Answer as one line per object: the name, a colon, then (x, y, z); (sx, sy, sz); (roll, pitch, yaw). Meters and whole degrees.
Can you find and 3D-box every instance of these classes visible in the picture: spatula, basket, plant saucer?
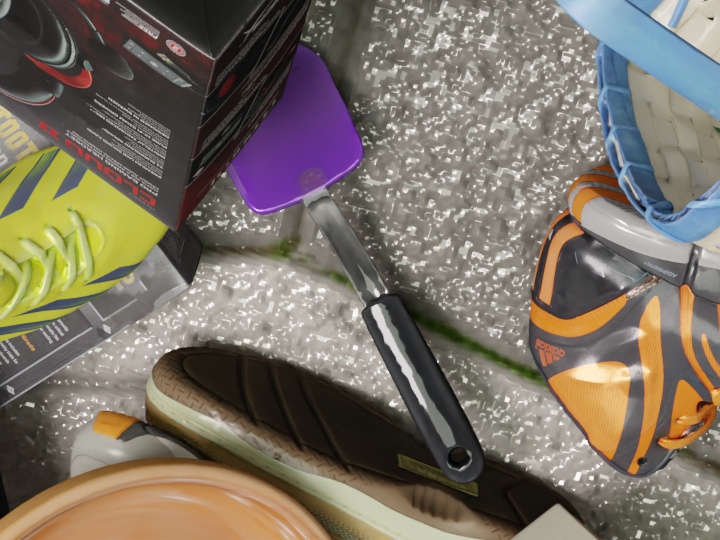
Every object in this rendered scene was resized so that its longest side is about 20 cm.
spatula: (0.000, 0.000, 1.121); (0.057, 0.021, 0.200); (-28, 101, 7)
basket: (0.136, -0.089, 1.009); (0.200, 0.176, 0.139); (37, 114, -23)
plant saucer: (-0.094, 0.164, 1.092); (0.200, 0.037, 0.200); (-10, 113, -25)

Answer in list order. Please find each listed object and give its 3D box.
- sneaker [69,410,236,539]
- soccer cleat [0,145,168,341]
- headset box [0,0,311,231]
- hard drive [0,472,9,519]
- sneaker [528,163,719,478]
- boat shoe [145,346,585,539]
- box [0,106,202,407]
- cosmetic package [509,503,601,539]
sneaker: (-0.096, 0.153, 1.140); (0.076, 0.092, 0.200); (16, 129, 33)
soccer cleat: (-0.149, 0.005, 1.033); (0.200, 0.084, 0.065); (-25, 103, -20)
headset box: (-0.097, -0.105, 0.973); (0.149, 0.200, 0.075); (36, 72, 3)
hard drive: (-0.217, 0.095, 1.129); (0.139, 0.033, 0.200); (-7, 113, 5)
sneaker: (0.163, 0.039, 1.122); (0.200, 0.078, 0.112); (22, 116, 6)
boat shoe: (-0.007, 0.102, 1.153); (0.200, 0.072, 0.076); (26, 117, -8)
box: (-0.186, -0.038, 1.115); (0.158, 0.048, 0.200); (-33, 108, 14)
cosmetic package: (0.039, 0.200, 1.109); (0.200, 0.073, 0.104); (-39, 125, -8)
